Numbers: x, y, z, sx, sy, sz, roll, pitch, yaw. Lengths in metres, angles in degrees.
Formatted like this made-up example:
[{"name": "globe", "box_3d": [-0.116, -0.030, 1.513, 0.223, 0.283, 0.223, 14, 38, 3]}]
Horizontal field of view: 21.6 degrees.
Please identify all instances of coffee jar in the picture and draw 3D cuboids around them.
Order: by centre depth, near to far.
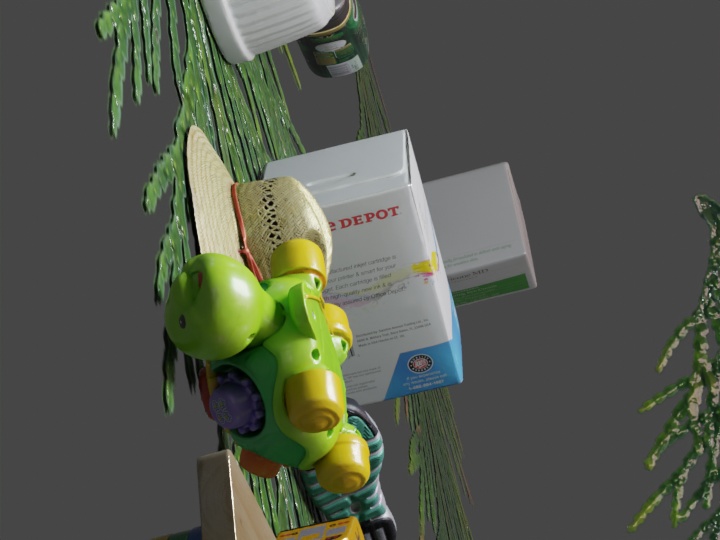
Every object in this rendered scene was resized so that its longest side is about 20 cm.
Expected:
[{"name": "coffee jar", "box_3d": [-0.046, -0.310, 2.252, 0.200, 0.084, 0.105, 59, 21, -73]}]

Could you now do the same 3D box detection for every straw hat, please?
[{"name": "straw hat", "box_3d": [-0.067, -0.024, 1.453, 0.201, 0.084, 0.203, -14, 90, -84]}]

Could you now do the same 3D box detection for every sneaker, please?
[{"name": "sneaker", "box_3d": [-0.022, 0.165, 1.622, 0.201, 0.074, 0.088, 81, -15, -44]}]

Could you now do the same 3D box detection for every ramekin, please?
[{"name": "ramekin", "box_3d": [-0.093, -0.297, 1.717, 0.200, 0.104, 0.202, -13, 90, -84]}]

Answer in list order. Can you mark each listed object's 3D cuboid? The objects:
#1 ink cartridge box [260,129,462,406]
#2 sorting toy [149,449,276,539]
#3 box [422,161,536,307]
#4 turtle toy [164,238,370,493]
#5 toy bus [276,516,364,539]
[{"name": "ink cartridge box", "box_3d": [0.000, 0.000, 1.728, 0.146, 0.145, 0.202, -88, 164, -66]}, {"name": "sorting toy", "box_3d": [-0.067, 0.235, 0.985, 0.201, 0.069, 0.200, 69, 9, -48]}, {"name": "box", "box_3d": [0.208, -0.061, 3.491, 0.172, 0.197, 0.202, 63, 15, -63]}, {"name": "turtle toy", "box_3d": [-0.063, 0.058, 1.245, 0.201, 0.100, 0.147, 68, 10, -50]}, {"name": "toy bus", "box_3d": [-0.009, 0.287, 1.405, 0.078, 0.064, 0.202, -68, 145, -79]}]
